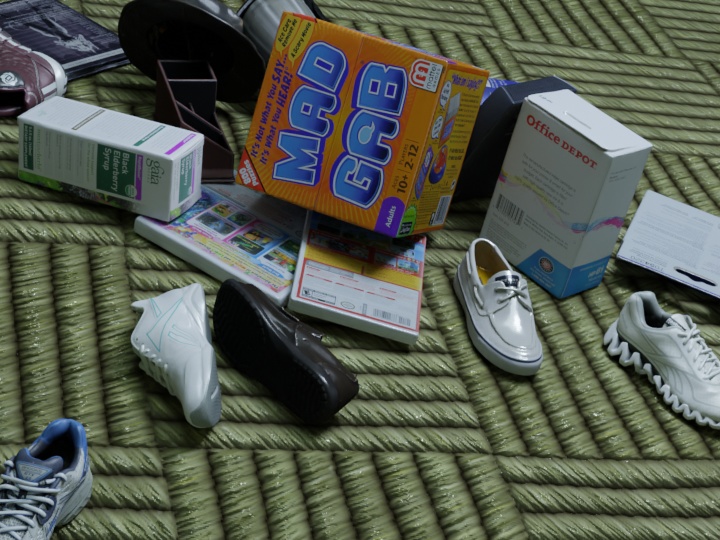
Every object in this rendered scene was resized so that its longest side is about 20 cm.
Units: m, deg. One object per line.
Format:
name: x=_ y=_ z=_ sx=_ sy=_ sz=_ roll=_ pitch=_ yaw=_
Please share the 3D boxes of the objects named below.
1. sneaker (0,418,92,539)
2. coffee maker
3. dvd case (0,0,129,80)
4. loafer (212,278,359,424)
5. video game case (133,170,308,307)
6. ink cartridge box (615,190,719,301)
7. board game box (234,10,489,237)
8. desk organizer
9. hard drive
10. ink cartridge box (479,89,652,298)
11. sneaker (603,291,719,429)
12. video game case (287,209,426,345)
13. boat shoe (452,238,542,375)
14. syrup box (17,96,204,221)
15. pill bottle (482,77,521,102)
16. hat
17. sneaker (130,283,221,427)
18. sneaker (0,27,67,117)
sneaker: x=-0.277 y=0.191 z=1.237 sx=0.077 sy=0.085 sz=0.200 roll=17 pitch=33 yaw=3
coffee maker: x=-0.049 y=-0.263 z=1.978 sx=0.192 sy=0.135 sz=0.200 roll=7 pitch=37 yaw=-45
dvd case: x=-0.410 y=-0.315 z=2.032 sx=0.200 sy=0.016 sz=0.149 roll=31 pitch=34 yaw=25
loafer: x=-0.076 y=0.081 z=1.519 sx=0.071 sy=0.073 sz=0.200 roll=-5 pitch=41 yaw=-46
video game case: x=-0.124 y=-0.039 z=1.718 sx=0.200 sy=0.024 sz=0.182 roll=29 pitch=35 yaw=20
ink cartridge box: x=0.423 y=-0.011 z=1.887 sx=0.196 sy=0.043 sz=0.200 roll=23 pitch=35 yaw=11
board game box: x=0.007 y=-0.166 z=1.734 sx=0.200 sy=0.200 sz=0.200 roll=20 pitch=10 yaw=16
desk organizer: x=-0.202 y=-0.183 z=1.832 sx=0.072 sy=0.077 sz=0.200 roll=-2 pitch=29 yaw=-16
hard drive: x=0.167 y=-0.159 z=1.859 sx=0.135 sy=0.200 sz=0.042 roll=-16 pitch=64 yaw=-41
ink cartridge box: x=0.239 y=-0.093 z=1.785 sx=0.085 sy=0.200 sz=0.144 roll=-17 pitch=44 yaw=-40
sneaker: x=0.353 y=0.099 z=1.652 sx=0.075 sy=0.081 sz=0.200 roll=-16 pitch=45 yaw=-42
video game case: x=0.000 y=0.000 z=1.680 sx=0.143 sy=0.017 sz=0.200 roll=16 pitch=34 yaw=-5
boat shoe: x=0.156 y=0.034 z=1.677 sx=0.071 sy=0.070 sz=0.200 roll=5 pitch=33 yaw=-16
syrup box: x=-0.281 y=-0.128 z=1.712 sx=0.200 sy=0.079 sz=0.081 roll=17 pitch=30 yaw=18
pill bottle: x=0.142 y=-0.194 z=1.979 sx=0.200 sy=0.120 sz=0.120 roll=5 pitch=33 yaw=-15
hat: x=-0.205 y=-0.302 z=1.934 sx=0.200 sy=0.201 sz=0.081 roll=19 pitch=57 yaw=6
sneaker: x=-0.179 y=0.088 z=1.469 sx=0.080 sy=0.071 sz=0.200 roll=-9 pitch=33 yaw=-8
sneaker: x=-0.468 y=-0.248 z=1.852 sx=0.200 sy=0.076 sz=0.116 roll=23 pitch=36 yaw=11
